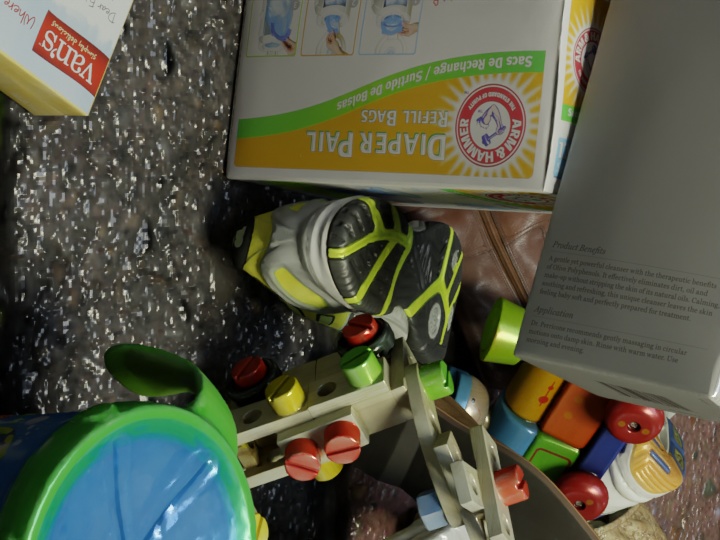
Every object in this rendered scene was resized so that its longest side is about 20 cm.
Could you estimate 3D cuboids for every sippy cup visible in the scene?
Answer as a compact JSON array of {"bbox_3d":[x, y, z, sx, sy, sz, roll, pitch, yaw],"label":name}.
[{"bbox_3d":[-0.135,0.116,0.749,0.178,0.130,0.140,-21,109,-49],"label":"sippy cup"}]

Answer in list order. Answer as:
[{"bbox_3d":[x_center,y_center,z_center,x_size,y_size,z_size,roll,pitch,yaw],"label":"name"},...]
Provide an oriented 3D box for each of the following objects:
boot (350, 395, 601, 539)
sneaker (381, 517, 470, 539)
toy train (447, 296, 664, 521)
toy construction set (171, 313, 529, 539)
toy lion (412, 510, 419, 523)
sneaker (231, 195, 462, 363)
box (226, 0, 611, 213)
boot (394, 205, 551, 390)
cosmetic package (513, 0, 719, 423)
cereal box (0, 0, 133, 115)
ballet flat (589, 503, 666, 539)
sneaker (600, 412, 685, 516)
[{"bbox_3d":[0.069,0.113,0.977,0.074,0.200,0.075,-58,160,22],"label":"boot"},{"bbox_3d":[-0.023,0.173,0.910,0.200,0.099,0.078,-32,127,-22],"label":"sneaker"},{"bbox_3d":[0.121,0.045,1.021,0.085,0.115,0.200,-78,-168,-52],"label":"toy train"},{"bbox_3d":[-0.021,0.094,0.863,0.131,0.199,0.092,-89,170,-56],"label":"toy construction set"},{"bbox_3d":[0.041,0.236,0.988,0.192,0.068,0.201,8,82,-71],"label":"toy lion"},{"bbox_3d":[0.000,0.000,0.963,0.200,0.076,0.076,40,60,-63],"label":"sneaker"},{"bbox_3d":[0.045,-0.086,0.901,0.112,0.200,0.102,9,87,-52],"label":"box"},{"bbox_3d":[0.126,-0.015,1.048,0.200,0.186,0.064,58,23,-34],"label":"boot"},{"bbox_3d":[0.155,-0.039,0.802,0.085,0.107,0.201,26,80,-50],"label":"cosmetic package"},{"bbox_3d":[-0.142,-0.187,0.781,0.144,0.039,0.200,39,64,-47],"label":"cereal box"},{"bbox_3d":[0.129,0.179,1.166,0.200,0.070,0.065,-3,69,-55],"label":"ballet flat"},{"bbox_3d":[0.163,0.091,1.182,0.075,0.088,0.200,53,25,-12],"label":"sneaker"}]
